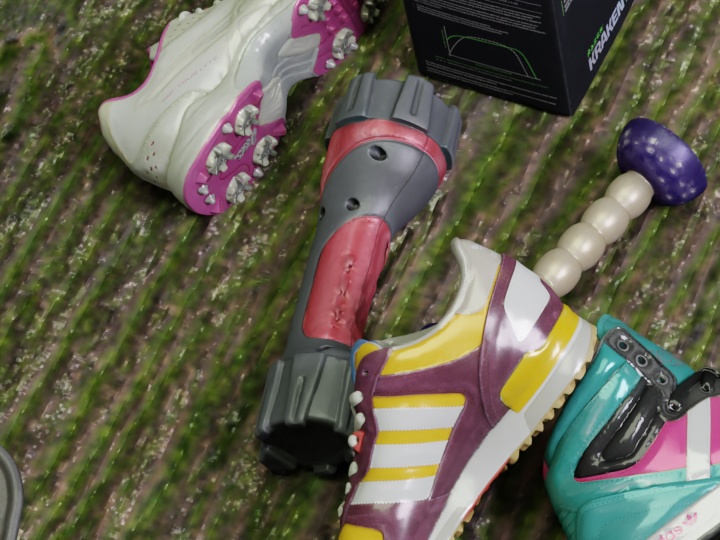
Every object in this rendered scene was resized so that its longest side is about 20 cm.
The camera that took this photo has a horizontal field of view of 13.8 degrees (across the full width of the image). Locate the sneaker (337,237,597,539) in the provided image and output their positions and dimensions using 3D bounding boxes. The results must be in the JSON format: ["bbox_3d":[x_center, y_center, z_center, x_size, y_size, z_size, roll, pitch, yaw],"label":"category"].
[{"bbox_3d":[0.017,0.080,1.353,0.090,0.075,0.200,38,87,-4],"label":"sneaker"}]

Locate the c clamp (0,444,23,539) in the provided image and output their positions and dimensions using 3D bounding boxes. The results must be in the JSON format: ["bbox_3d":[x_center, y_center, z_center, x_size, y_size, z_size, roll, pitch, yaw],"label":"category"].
[{"bbox_3d":[-0.250,0.156,1.415,0.170,0.027,0.201,6,59,14],"label":"c clamp"}]

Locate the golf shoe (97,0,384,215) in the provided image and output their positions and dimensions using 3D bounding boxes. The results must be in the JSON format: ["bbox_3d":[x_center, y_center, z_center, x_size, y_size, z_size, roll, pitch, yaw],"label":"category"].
[{"bbox_3d":[-0.059,-0.123,1.540,0.091,0.075,0.200,24,63,27],"label":"golf shoe"}]

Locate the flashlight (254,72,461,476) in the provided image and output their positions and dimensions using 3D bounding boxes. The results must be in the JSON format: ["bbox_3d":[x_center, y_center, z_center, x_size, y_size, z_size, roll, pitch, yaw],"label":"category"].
[{"bbox_3d":[0.000,0.000,1.449,0.068,0.068,0.201,6,57,11],"label":"flashlight"}]

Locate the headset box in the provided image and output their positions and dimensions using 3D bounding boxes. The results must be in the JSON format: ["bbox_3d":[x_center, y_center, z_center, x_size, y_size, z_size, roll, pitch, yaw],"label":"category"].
[{"bbox_3d":[0.089,-0.212,1.492,0.092,0.200,0.175,17,60,21],"label":"headset box"}]

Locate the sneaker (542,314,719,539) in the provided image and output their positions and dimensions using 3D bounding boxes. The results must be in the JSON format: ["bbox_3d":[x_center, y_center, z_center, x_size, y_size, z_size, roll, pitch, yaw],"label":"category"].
[{"bbox_3d":[0.163,0.060,1.374,0.200,0.084,0.121,-35,67,-11],"label":"sneaker"}]

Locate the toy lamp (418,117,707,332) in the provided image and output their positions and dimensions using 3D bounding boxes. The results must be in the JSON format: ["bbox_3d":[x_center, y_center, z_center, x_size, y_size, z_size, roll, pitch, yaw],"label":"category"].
[{"bbox_3d":[0.085,0.009,1.434,0.058,0.058,0.200,32,66,27],"label":"toy lamp"}]
